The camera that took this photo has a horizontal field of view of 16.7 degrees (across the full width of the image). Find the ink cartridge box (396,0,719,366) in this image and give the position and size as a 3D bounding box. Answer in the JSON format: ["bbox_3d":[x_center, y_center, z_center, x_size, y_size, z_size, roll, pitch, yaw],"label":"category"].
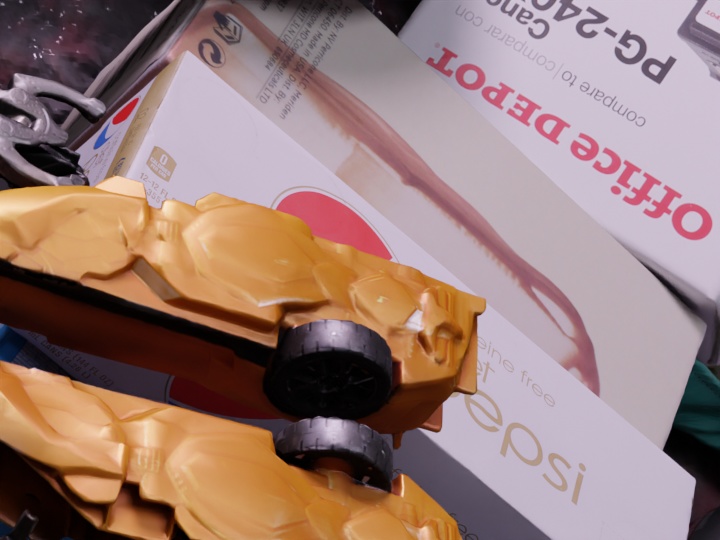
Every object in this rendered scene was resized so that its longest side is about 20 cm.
[{"bbox_3d":[0.116,-0.091,0.854,0.145,0.083,0.200,32,79,14],"label":"ink cartridge box"}]

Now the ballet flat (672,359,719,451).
[{"bbox_3d":[0.162,0.047,0.927,0.200,0.070,0.068,28,44,-27],"label":"ballet flat"}]

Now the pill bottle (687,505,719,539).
[{"bbox_3d":[0.203,0.098,0.825,0.114,0.200,0.114,25,46,-29],"label":"pill bottle"}]

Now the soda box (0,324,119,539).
[{"bbox_3d":[-0.041,0.095,0.693,0.200,0.068,0.064,45,38,-10],"label":"soda box"}]

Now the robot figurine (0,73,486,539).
[{"bbox_3d":[-0.066,0.028,0.556,0.199,0.058,0.145,17,49,-19],"label":"robot figurine"}]

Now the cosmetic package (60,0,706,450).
[{"bbox_3d":[0.000,0.000,0.779,0.200,0.103,0.087,40,42,-12],"label":"cosmetic package"}]

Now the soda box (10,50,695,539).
[{"bbox_3d":[0.000,0.035,0.676,0.200,0.064,0.068,39,36,-16],"label":"soda box"}]
